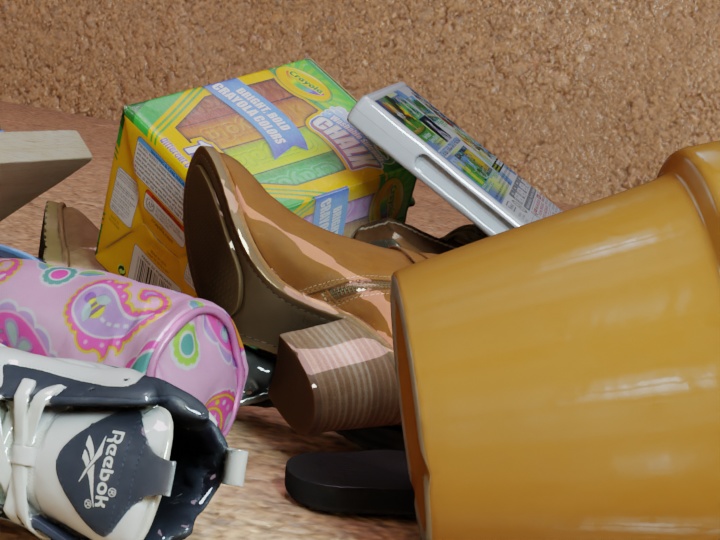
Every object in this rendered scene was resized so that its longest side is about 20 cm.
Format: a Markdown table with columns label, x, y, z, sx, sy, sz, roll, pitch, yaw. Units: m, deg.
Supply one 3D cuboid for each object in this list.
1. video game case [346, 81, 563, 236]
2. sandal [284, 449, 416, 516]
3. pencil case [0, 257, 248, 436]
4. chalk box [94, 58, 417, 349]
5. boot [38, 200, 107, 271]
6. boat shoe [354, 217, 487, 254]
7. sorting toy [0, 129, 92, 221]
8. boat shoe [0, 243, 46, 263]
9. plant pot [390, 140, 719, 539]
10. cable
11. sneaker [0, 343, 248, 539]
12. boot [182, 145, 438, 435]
| label | x | y | z | sx | sy | sz | roll | pitch | yaw |
| --- | --- | --- | --- | --- | --- | --- | --- | --- | --- |
| video game case | 0.079 | -0.051 | 1.126 | 0.182 | 0.022 | 0.200 | 39 | 12 | 1 |
| sandal | 0.062 | 0.094 | 0.864 | 0.198 | 0.045 | 0.075 | 6 | 8 | -22 |
| pencil case | -0.154 | 0.038 | 0.898 | 0.199 | 0.088 | 0.087 | 13 | 8 | 31 |
| chalk box | -0.049 | -0.046 | 1.152 | 0.199 | 0.124 | 0.124 | -22 | 52 | -38 |
| boot | -0.123 | 0.010 | 1.239 | 0.198 | 0.067 | 0.175 | 7 | 20 | -12 |
| boat shoe | 0.067 | 0.009 | 1.171 | 0.075 | 0.074 | 0.200 | -11 | -30 | 37 |
| sorting toy | -0.267 | -0.033 | 0.912 | 0.198 | 0.070 | 0.200 | -31 | -4 | 15 |
| boat shoe | -0.274 | -0.002 | 1.070 | 0.199 | 0.085 | 0.069 | 23 | 42 | 12 |
| plant pot | 0.110 | 0.052 | 0.771 | 0.182 | 0.202 | 0.200 | -8 | 8 | -3 |
| cable | -0.052 | 0.071 | 0.985 | 0.198 | 0.051 | 0.097 | 20 | 10 | 0 |
| sneaker | -0.131 | 0.068 | 0.690 | 0.198 | 0.080 | 0.129 | 16 | -7 | -38 |
| boot | 0.000 | 0.000 | 0.979 | 0.154 | 0.077 | 0.200 | -10 | 44 | -31 |
